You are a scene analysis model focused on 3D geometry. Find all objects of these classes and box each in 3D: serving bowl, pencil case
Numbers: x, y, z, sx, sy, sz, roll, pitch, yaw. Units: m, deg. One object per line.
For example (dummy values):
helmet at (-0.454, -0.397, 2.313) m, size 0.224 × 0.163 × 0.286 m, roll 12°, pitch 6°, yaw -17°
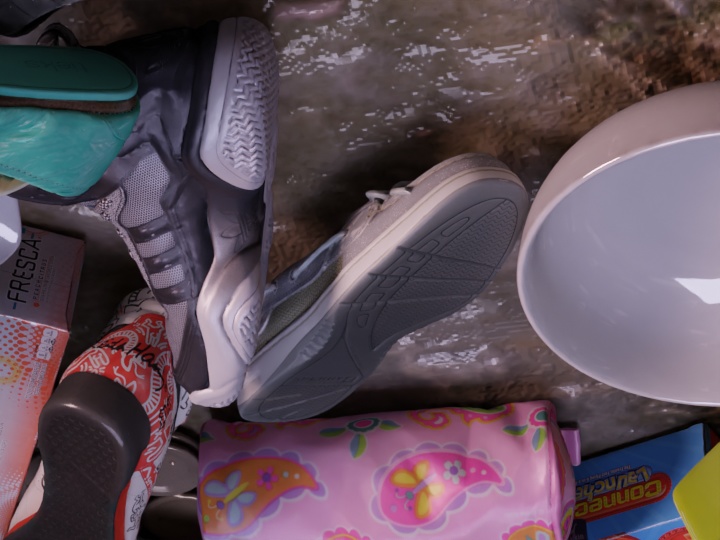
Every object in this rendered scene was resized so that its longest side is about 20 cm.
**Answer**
serving bowl at (0.171, -0.021, 1.095) m, size 0.200 × 0.066 × 0.200 m, roll 2°, pitch 142°, yaw 2°
pencil case at (0.015, 0.113, 1.261) m, size 0.200 × 0.087 × 0.087 m, roll -5°, pitch 141°, yaw 8°

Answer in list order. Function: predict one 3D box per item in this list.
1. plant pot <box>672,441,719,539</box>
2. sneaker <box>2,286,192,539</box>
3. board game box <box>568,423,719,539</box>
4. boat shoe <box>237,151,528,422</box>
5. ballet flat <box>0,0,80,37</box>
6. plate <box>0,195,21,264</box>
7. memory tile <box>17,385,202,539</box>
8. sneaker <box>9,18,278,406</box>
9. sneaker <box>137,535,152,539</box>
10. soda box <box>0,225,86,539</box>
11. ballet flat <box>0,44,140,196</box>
plant pot at (0.302, 0.132, 1.163) m, size 0.200 × 0.199 × 0.182 m, roll 29°, pitch 108°, yaw -29°
sneaker at (-0.121, 0.093, 1.211) m, size 0.067 × 0.108 × 0.201 m, roll 28°, pitch 139°, yaw 7°
board game box at (0.149, 0.183, 1.361) m, size 0.196 × 0.056 × 0.200 m, roll -20°, pitch 136°, yaw 26°
boat shoe at (0.001, 0.000, 1.134) m, size 0.074 × 0.065 × 0.202 m, roll 2°, pitch 147°, yaw -36°
ballet flat at (-0.086, -0.115, 0.975) m, size 0.200 × 0.066 × 0.057 m, roll -12°, pitch 107°, yaw 8°
plate at (-0.234, -0.039, 1.014) m, size 0.032 × 0.200 × 0.200 m, roll 31°, pitch 142°, yaw 31°
memory tile at (-0.151, 0.122, 1.332) m, size 0.153 × 0.017 × 0.200 m, roll -6°, pitch 140°, yaw 10°
sneaker at (-0.097, -0.028, 1.075) m, size 0.114 × 0.076 × 0.200 m, roll 6°, pitch 128°, yaw 1°
sneaker at (-0.111, 0.169, 1.314) m, size 0.200 × 0.076 × 0.114 m, roll -5°, pitch 143°, yaw 13°
soda box at (-0.192, 0.065, 1.206) m, size 0.068 × 0.064 × 0.200 m, roll 14°, pitch 133°, yaw -10°
ballet flat at (-0.182, -0.060, 0.941) m, size 0.200 × 0.067 × 0.070 m, roll 8°, pitch 118°, yaw -30°
